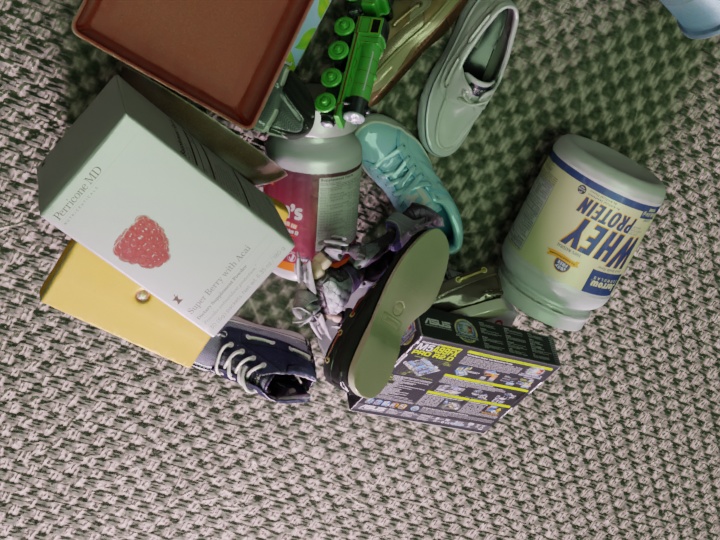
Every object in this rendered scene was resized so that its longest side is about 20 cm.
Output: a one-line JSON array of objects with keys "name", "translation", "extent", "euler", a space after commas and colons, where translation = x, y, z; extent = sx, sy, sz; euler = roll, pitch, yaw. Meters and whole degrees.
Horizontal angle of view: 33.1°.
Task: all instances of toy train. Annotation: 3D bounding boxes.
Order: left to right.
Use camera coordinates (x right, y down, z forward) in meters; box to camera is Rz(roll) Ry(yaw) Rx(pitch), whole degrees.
[{"name": "toy train", "translation": [-0.001, -0.237, 1.266], "extent": [0.056, 0.201, 0.042], "euler": [8, 161, 14]}]

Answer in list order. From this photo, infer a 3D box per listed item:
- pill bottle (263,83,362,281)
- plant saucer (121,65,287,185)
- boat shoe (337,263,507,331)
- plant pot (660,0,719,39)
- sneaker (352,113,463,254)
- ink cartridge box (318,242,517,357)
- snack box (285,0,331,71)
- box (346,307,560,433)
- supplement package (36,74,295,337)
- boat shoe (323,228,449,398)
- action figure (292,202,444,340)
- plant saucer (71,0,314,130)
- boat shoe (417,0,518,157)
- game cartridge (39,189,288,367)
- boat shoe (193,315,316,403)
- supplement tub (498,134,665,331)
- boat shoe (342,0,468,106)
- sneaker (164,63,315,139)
[{"name": "pill bottle", "translation": [-0.054, -0.098, 1.349], "extent": [0.109, 0.110, 0.201], "euler": [-3, 118, -15]}, {"name": "plant saucer", "translation": [-0.165, -0.140, 1.240], "extent": [0.200, 0.200, 0.032], "euler": [32, 88, -28]}, {"name": "boat shoe", "translation": [0.066, 0.041, 1.390], "extent": [0.198, 0.072, 0.060], "euler": [-13, 78, 4]}, {"name": "plant pot", "translation": [0.345, -0.384, 1.280], "extent": [0.195, 0.200, 0.201], "euler": [33, 104, -21]}, {"name": "sneaker", "translation": [0.063, -0.097, 1.400], "extent": [0.074, 0.082, 0.200], "euler": [-41, 120, 6]}, {"name": "ink cartridge box", "translation": [0.070, 0.070, 1.488], "extent": [0.199, 0.084, 0.146], "euler": [16, 110, -23]}, {"name": "snack box", "translation": [-0.131, -0.304, 1.250], "extent": [0.199, 0.053, 0.143], "euler": [23, 109, -24]}, {"name": "box", "translation": [0.105, 0.119, 1.403], "extent": [0.199, 0.045, 0.160], "euler": [13, 137, -29]}, {"name": "supplement package", "translation": [-0.180, -0.058, 1.108], "extent": [0.200, 0.120, 0.121], "euler": [38, 100, -28]}, {"name": "boat shoe", "translation": [0.027, 0.039, 1.287], "extent": [0.074, 0.063, 0.202], "euler": [42, 71, -39]}, {"name": "action figure", "translation": [0.000, 0.000, 1.326], "extent": [0.200, 0.069, 0.131], "euler": [-36, 144, -27]}, {"name": "plant saucer", "translation": [-0.153, -0.268, 1.176], "extent": [0.199, 0.037, 0.201], "euler": [28, 83, -23]}, {"name": "boat shoe", "translation": [0.121, -0.215, 1.363], "extent": [0.073, 0.065, 0.201], "euler": [6, 115, -24]}, {"name": "game cartridge", "translation": [-0.195, -0.019, 1.210], "extent": [0.176, 0.032, 0.201], "euler": [28, 103, -27]}, {"name": "boat shoe", "translation": [-0.142, 0.104, 1.438], "extent": [0.199, 0.093, 0.075], "euler": [8, 114, -21]}, {"name": "supplement tub", "translation": [0.257, -0.045, 1.449], "extent": [0.144, 0.145, 0.201], "euler": [17, 111, -24]}, {"name": "boat shoe", "translation": [0.055, -0.270, 1.311], "extent": [0.064, 0.071, 0.200], "euler": [41, 82, 4]}, {"name": "sneaker", "translation": [-0.144, -0.194, 1.270], "extent": [0.199, 0.115, 0.075], "euler": [30, 76, -12]}]
